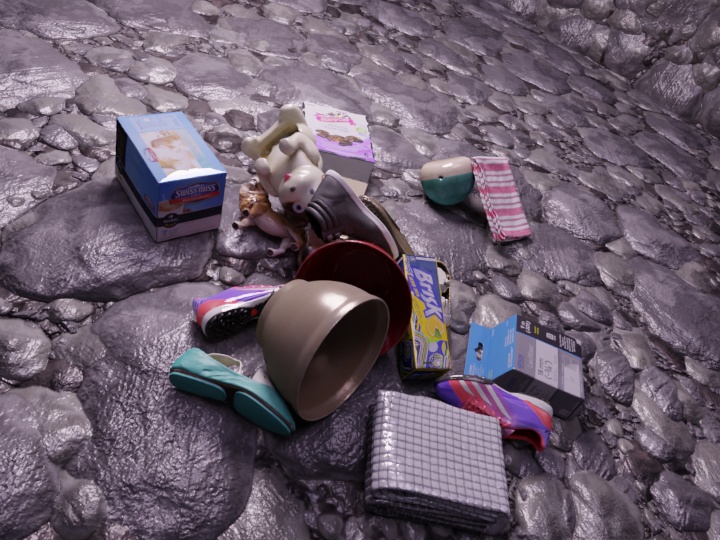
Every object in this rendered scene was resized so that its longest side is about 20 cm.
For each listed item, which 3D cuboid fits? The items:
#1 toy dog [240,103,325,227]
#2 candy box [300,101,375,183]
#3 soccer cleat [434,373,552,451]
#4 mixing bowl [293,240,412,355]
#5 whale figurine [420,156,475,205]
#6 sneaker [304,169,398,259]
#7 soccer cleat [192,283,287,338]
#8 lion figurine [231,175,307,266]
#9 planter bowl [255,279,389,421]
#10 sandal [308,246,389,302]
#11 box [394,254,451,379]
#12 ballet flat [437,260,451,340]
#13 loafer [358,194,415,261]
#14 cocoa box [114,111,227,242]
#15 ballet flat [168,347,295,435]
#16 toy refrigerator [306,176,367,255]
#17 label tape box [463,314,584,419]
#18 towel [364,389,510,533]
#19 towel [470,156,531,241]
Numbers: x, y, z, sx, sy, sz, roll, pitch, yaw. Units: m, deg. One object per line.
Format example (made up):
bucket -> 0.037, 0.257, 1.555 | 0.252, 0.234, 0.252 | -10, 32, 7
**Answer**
toy dog -> -0.122, -0.173, 1.124 | 0.138, 0.195, 0.202 | -29, 48, 5
candy box -> -0.062, -0.297, 1.392 | 0.165, 0.072, 0.202 | 8, 43, -16
soccer cleat -> 0.211, 0.224, 0.952 | 0.197, 0.069, 0.074 | 19, 54, -2
mixing bowl -> -0.006, 0.032, 0.991 | 0.197, 0.203, 0.109 | 22, 23, 1
whale figurine -> 0.219, -0.213, 1.419 | 0.156, 0.106, 0.200 | -6, 9, 23
sneaker -> -0.021, -0.070, 1.055 | 0.099, 0.070, 0.200 | -48, 111, -12
soccer cleat -> -0.176, 0.049, 0.978 | 0.198, 0.069, 0.073 | -17, 45, -35
lion figurine -> -0.163, -0.090, 1.139 | 0.200, 0.073, 0.123 | 42, 29, 1
planter bowl -> -0.068, 0.096, 0.882 | 0.134, 0.203, 0.199 | 33, 40, 27
sandal -> 0.000, 0.002, 1.088 | 0.205, 0.079, 0.060 | 31, 78, -1
box -> 0.100, 0.078, 1.017 | 0.069, 0.064, 0.204 | 5, 63, -20
ballet flat -> 0.140, 0.057, 1.107 | 0.069, 0.071, 0.202 | 16, 41, -7
loafer -> 0.046, -0.058, 1.151 | 0.202, 0.075, 0.068 | 57, 17, -13
cocoa box -> -0.349, -0.176, 1.089 | 0.132, 0.132, 0.201 | -16, 53, -36
ballet flat -> -0.172, 0.162, 0.850 | 0.197, 0.068, 0.071 | 23, 49, 4
toy refrigerator -> -0.044, -0.103, 1.197 | 0.075, 0.071, 0.201 | 14, 40, 2
label tape box -> 0.294, 0.157, 1.069 | 0.197, 0.064, 0.145 | 23, 40, 0
towel -> 0.104, 0.271, 0.850 | 0.196, 0.086, 0.167 | 14, 39, -7
towel -> 0.327, -0.168, 1.371 | 0.145, 0.030, 0.204 | -11, 83, -47
